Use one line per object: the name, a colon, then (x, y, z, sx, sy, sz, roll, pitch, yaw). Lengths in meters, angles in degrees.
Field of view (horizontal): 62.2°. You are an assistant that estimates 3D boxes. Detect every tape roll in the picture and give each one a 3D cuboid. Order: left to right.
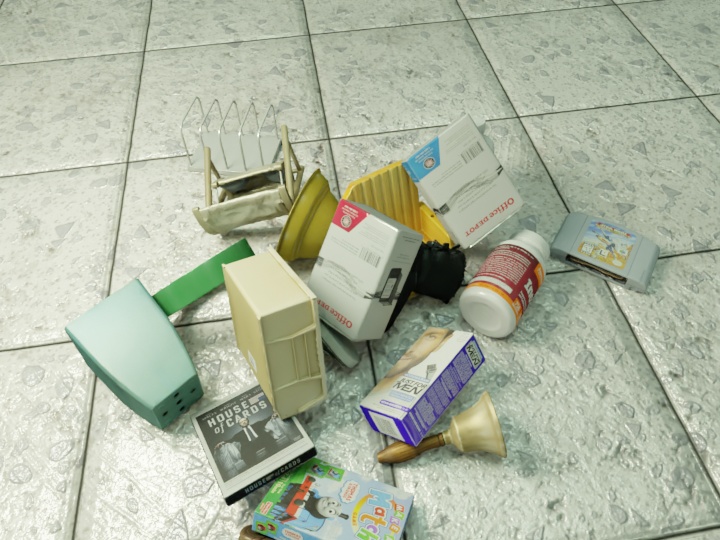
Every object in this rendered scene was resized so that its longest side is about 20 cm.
tape roll: (-0.282, 0.013, 1.088, 0.199, 0.200, 0.049, -36, 98, -25)

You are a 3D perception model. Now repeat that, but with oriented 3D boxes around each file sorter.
file sorter: (-0.301, -0.316, 1.397, 0.195, 0.126, 0.141, 7, 51, 6)

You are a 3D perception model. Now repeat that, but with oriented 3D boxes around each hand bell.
hand bell: (0.121, 0.268, 0.946, 0.196, 0.105, 0.105, -16, 50, 4)

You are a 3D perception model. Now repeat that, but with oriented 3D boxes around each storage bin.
storage bin: (-0.140, 0.100, 0.970, 0.092, 0.202, 0.200, -17, 31, -22)

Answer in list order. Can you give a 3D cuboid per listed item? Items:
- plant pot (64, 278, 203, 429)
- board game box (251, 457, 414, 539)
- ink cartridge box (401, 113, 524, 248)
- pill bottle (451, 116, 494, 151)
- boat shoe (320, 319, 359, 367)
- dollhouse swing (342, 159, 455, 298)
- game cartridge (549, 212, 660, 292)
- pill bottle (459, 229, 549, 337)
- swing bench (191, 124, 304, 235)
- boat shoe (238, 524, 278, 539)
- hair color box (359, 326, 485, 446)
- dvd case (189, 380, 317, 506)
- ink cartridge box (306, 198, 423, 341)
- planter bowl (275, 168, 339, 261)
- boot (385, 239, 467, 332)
plant pot: (-0.364, 0.153, 1.005, 0.141, 0.142, 0.199, -37, 66, -27)
board game box: (-0.033, 0.345, 0.856, 0.196, 0.037, 0.151, 16, 20, 13)
ink cartridge box: (0.191, -0.165, 1.127, 0.144, 0.084, 0.202, -36, 99, 0)
pill bottle: (0.220, -0.208, 1.236, 0.108, 0.204, 0.111, -3, 29, 2)
boat shoe: (-0.081, 0.115, 1.081, 0.200, 0.070, 0.064, 43, 99, 30)
dollhouse swing: (0.079, -0.077, 1.159, 0.197, 0.178, 0.182, -26, 54, -20)
game cartridge: (0.497, -0.044, 1.215, 0.197, 0.042, 0.134, 25, 59, 20)
pill bottle: (0.276, 0.018, 1.116, 0.112, 0.114, 0.200, 27, 56, 22)
swing bench: (-0.226, -0.171, 1.252, 0.195, 0.131, 0.203, -11, 51, 10)
boat shoe: (-0.077, 0.414, 0.837, 0.198, 0.075, 0.077, 12, 88, 0)
hair color box: (0.104, 0.183, 0.985, 0.200, 0.066, 0.108, -42, 25, -30)
dvd case: (-0.174, 0.258, 0.943, 0.148, 0.025, 0.200, -25, 35, -19)
ink cartridge box: (0.000, 0.000, 1.037, 0.144, 0.203, 0.083, 31, 15, 35)
planter bowl: (-0.088, -0.091, 1.176, 0.082, 0.202, 0.202, 25, 53, 1)
boot: (0.105, 0.033, 1.113, 0.160, 0.202, 0.073, 10, 11, -28)
